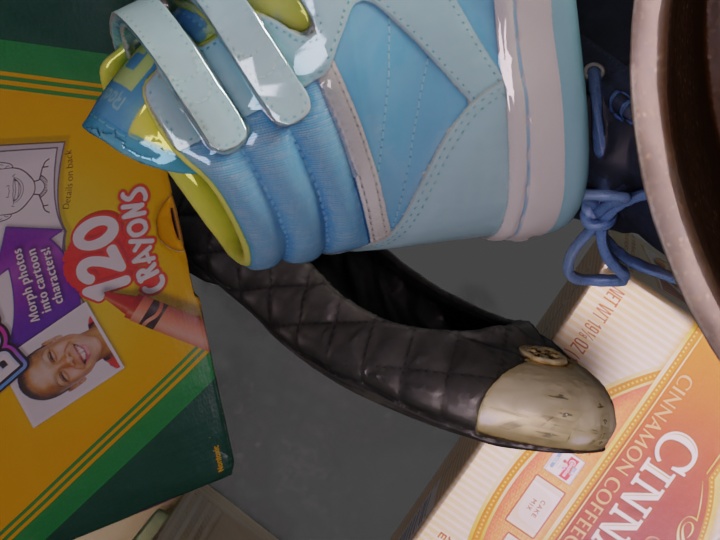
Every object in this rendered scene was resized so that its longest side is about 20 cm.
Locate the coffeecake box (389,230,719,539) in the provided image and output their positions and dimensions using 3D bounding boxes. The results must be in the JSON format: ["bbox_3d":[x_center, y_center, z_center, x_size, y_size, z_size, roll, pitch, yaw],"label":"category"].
[{"bbox_3d":[0.121,0.106,0.797,0.200,0.073,0.154,33,104,-1],"label":"coffeecake box"}]

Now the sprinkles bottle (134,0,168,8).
[{"bbox_3d":[-0.038,-0.158,0.760,0.068,0.068,0.201,18,105,3],"label":"sprinkles bottle"}]

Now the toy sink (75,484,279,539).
[{"bbox_3d":[-0.068,0.158,0.816,0.200,0.112,0.130,39,105,-2],"label":"toy sink"}]

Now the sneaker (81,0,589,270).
[{"bbox_3d":[-0.017,-0.091,0.632,0.130,0.080,0.201,-15,105,-15],"label":"sneaker"}]

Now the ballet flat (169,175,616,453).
[{"bbox_3d":[0.000,0.000,0.754,0.200,0.066,0.057,32,105,35],"label":"ballet flat"}]

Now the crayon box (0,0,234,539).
[{"bbox_3d":[-0.117,-0.007,0.733,0.118,0.058,0.200,-21,126,-16],"label":"crayon box"}]

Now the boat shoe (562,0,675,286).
[{"bbox_3d":[0.073,-0.036,0.730,0.069,0.200,0.084,-26,139,-16],"label":"boat shoe"}]

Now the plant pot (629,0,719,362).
[{"bbox_3d":[0.161,-0.058,0.513,0.200,0.198,0.201,2,104,9],"label":"plant pot"}]
